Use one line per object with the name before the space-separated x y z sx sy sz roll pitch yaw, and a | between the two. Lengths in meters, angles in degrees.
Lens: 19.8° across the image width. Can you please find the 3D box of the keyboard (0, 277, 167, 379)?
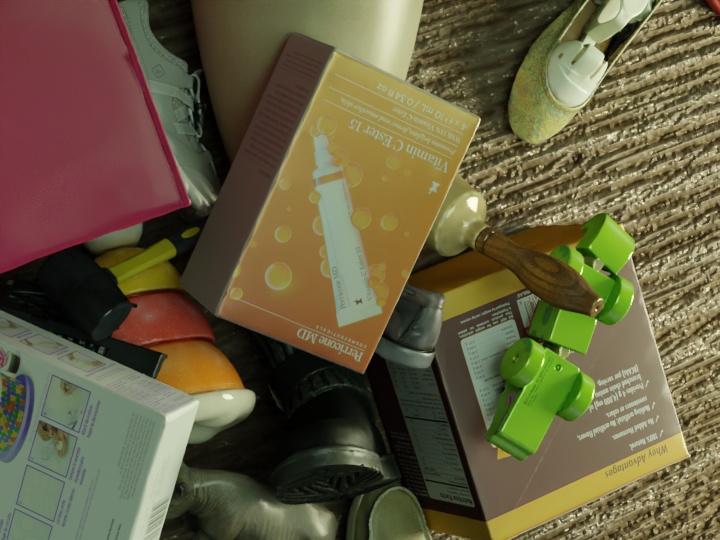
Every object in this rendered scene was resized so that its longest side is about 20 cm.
keyboard | -0.238 0.049 1.472 0.200 0.040 0.104 15 68 17

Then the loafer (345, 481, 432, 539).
loafer | 0.043 0.261 1.643 0.076 0.067 0.201 -10 87 -44

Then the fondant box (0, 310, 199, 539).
fondant box | -0.225 0.120 1.427 0.200 0.058 0.145 22 107 15

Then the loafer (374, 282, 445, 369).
loafer | 0.000 0.000 1.568 0.072 0.200 0.063 7 115 -42

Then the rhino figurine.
rhino figurine | -0.102 0.183 1.556 0.200 0.087 0.060 26 39 -35

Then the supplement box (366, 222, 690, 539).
supplement box | 0.127 0.087 1.662 0.197 0.133 0.200 -21 99 -25

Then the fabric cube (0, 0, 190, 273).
fabric cube | -0.243 -0.106 1.414 0.199 0.200 0.197 -21 96 -4

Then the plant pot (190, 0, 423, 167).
plant pot | -0.042 -0.149 1.569 0.187 0.187 0.201 -5 106 -26

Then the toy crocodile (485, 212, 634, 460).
toy crocodile | 0.151 0.048 1.572 0.067 0.062 0.200 27 83 -23

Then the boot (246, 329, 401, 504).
boot | -0.037 0.090 1.541 0.079 0.211 0.158 -18 80 6

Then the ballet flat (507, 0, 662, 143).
ballet flat | 0.194 -0.193 1.731 0.071 0.071 0.200 42 74 -20

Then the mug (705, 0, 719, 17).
mug | 0.354 -0.316 1.775 0.200 0.133 0.178 38 73 -17

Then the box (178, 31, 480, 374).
box | -0.023 -0.048 1.457 0.124 0.097 0.200 22 95 -23

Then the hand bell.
hand bell | 0.101 -0.018 1.548 0.104 0.200 0.104 -34 142 -32

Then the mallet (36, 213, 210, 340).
mallet | -0.137 -0.006 1.489 0.200 0.041 0.066 -21 63 -40

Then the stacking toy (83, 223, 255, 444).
stacking toy | -0.168 0.033 1.538 0.146 0.146 0.201 -10 80 -25

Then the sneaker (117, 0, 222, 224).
sneaker | -0.142 -0.119 1.563 0.082 0.075 0.200 -36 104 -20
